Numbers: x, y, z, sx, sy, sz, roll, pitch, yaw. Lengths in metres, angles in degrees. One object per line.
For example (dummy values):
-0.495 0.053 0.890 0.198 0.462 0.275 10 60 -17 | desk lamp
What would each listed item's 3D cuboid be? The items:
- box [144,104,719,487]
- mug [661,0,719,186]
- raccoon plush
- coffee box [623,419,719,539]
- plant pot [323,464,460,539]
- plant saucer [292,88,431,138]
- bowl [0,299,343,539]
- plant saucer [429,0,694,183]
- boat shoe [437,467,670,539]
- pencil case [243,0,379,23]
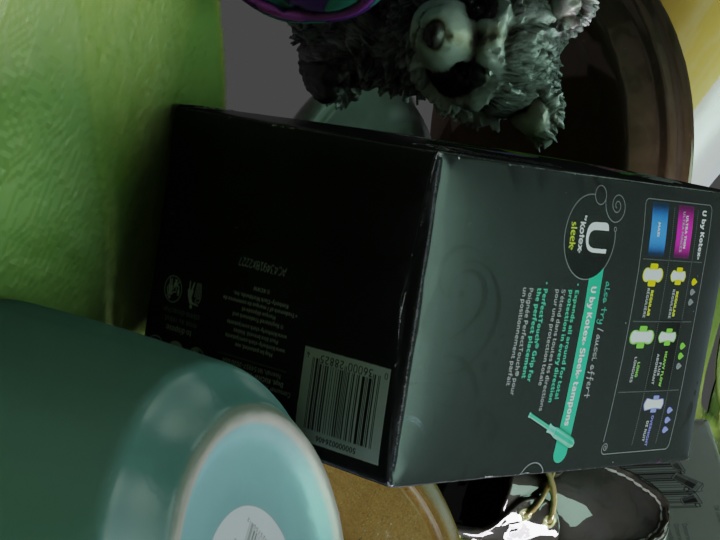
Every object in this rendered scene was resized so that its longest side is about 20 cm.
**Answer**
0.035 0.009 0.682 0.200 0.149 0.124 2 99 -47 | box
0.175 -0.120 1.073 0.153 0.187 0.149 -57 -172 -14 | mug
0.060 -0.127 0.741 0.200 0.134 0.097 -45 146 -49 | raccoon plush
0.115 0.225 0.970 0.200 0.200 0.198 -93 -177 -52 | coffee box
-0.028 0.146 0.714 0.200 0.027 0.200 8 75 -31 | plant pot
0.000 0.000 0.814 0.200 0.050 0.200 -50 149 -45 | plant saucer
-0.076 0.104 0.548 0.201 0.105 0.201 26 60 -59 | bowl
0.090 -0.061 0.817 0.029 0.200 0.200 -1 112 -30 | plant saucer
0.070 0.119 0.865 0.061 0.201 0.072 108 -10 -69 | boat shoe
0.015 -0.185 0.659 0.200 0.085 0.092 -56 169 -36 | pencil case
